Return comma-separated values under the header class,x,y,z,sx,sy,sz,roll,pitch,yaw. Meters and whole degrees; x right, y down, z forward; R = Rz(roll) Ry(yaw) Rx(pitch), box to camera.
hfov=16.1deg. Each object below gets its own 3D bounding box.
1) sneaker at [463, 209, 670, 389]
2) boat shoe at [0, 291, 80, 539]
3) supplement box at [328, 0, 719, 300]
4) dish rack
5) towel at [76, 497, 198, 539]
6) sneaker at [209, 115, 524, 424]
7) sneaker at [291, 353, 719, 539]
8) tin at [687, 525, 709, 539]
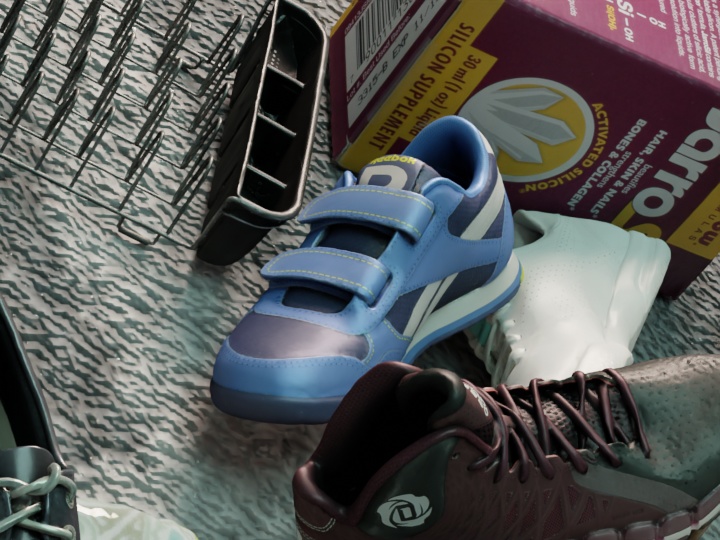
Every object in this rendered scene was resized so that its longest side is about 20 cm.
class,x,y,z,sx,sy,sz,roll,pitch,yaw
sneaker,0.075,0.034,1.132,0.088,0.075,0.200,25,30,3
boat shoe,-0.126,0.077,0.830,0.073,0.063,0.200,8,43,-36
supplement box,0.100,-0.089,1.224,0.200,0.131,0.103,20,41,-22
dish rack,-0.117,-0.092,1.105,0.200,0.055,0.154,26,37,-15
towel,-0.128,0.141,0.847,0.200,0.048,0.171,15,43,-29
sneaker,0.000,0.000,1.059,0.074,0.082,0.200,12,29,26
sneaker,0.064,0.065,0.961,0.200,0.116,0.076,-24,54,-7
tin,0.153,0.079,1.102,0.042,0.112,0.200,34,34,12
